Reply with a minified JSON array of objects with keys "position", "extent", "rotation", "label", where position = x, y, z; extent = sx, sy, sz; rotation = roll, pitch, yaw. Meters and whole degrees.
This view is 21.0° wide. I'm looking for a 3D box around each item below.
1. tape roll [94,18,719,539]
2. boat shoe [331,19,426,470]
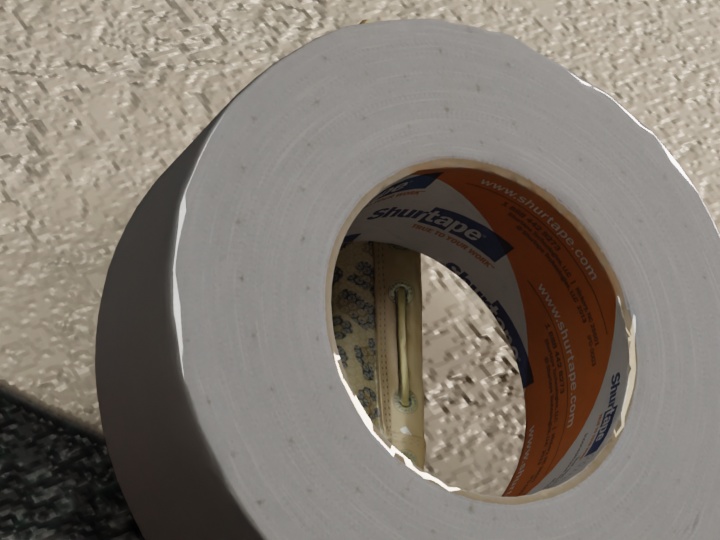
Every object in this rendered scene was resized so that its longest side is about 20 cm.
[{"position":[0.023,0.027,0.593],"extent":[0.199,0.066,0.202],"rotation":[10,67,-24],"label":"tape roll"},{"position":[0.000,0.000,0.678],"extent":[0.062,0.073,0.201],"rotation":[16,56,-8],"label":"boat shoe"}]
